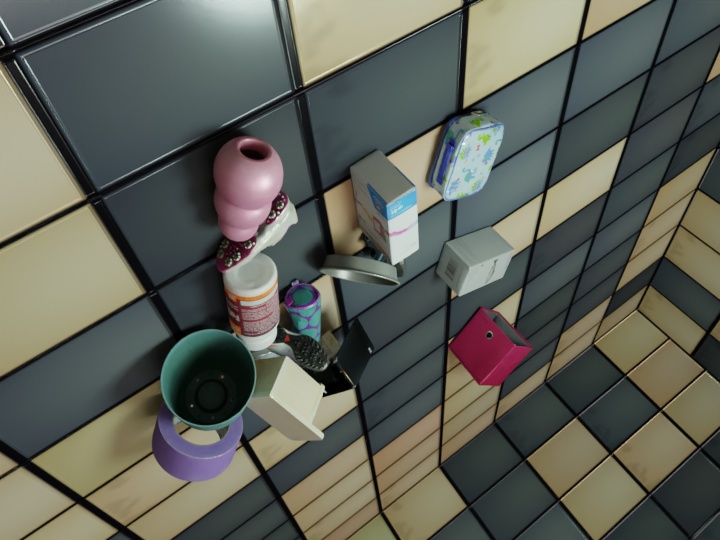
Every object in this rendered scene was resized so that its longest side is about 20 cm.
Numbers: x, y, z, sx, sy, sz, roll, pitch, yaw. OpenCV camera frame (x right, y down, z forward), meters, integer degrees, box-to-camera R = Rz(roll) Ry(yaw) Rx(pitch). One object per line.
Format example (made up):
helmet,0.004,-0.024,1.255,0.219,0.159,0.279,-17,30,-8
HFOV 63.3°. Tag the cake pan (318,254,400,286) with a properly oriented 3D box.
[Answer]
cake pan,0.000,0.000,1.367,0.198,0.195,0.038,21,77,-53

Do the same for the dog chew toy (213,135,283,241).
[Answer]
dog chew toy,-0.208,-0.135,1.042,0.122,0.126,0.203,-15,147,-34

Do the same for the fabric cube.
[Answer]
fabric cube,0.480,0.285,2.168,0.201,0.197,0.198,-51,147,17

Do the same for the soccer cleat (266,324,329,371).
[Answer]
soccer cleat,-0.162,0.183,1.390,0.074,0.195,0.070,102,14,-64

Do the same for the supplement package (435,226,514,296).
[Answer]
supplement package,0.341,-0.030,1.738,0.196,0.118,0.119,-19,141,-32

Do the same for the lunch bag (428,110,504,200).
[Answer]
lunch bag,0.250,-0.275,1.401,0.157,0.083,0.204,-20,141,-32

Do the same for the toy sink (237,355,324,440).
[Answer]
toy sink,-0.171,0.306,1.401,0.200,0.128,0.114,46,49,-29

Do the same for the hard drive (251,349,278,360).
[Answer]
hard drive,-0.215,0.240,1.532,0.195,0.026,0.135,-16,138,-35

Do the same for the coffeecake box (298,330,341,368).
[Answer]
coffeecake box,-0.124,0.281,1.580,0.198,0.073,0.155,-37,146,-8

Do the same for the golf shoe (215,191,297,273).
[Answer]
golf shoe,-0.202,-0.063,1.166,0.199,0.076,0.091,-43,150,2

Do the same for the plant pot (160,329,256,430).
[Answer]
plant pot,-0.330,0.256,1.281,0.196,0.204,0.162,-25,162,-23

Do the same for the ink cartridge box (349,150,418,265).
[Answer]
ink cartridge box,0.056,-0.134,1.291,0.083,0.145,0.203,-31,146,-14

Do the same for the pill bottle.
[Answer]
pill bottle,-0.229,0.071,1.246,0.112,0.115,0.204,-24,142,-25

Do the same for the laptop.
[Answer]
laptop,-0.069,0.234,1.513,0.194,0.106,0.179,-17,143,9

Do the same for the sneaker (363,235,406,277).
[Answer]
sneaker,0.064,-0.046,1.485,0.080,0.075,0.202,-23,140,2

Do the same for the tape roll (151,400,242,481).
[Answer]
tape roll,-0.376,0.373,1.349,0.196,0.201,0.087,-7,135,-41

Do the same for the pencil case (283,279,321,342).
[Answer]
pencil case,-0.140,0.120,1.421,0.089,0.087,0.203,-9,140,-11
